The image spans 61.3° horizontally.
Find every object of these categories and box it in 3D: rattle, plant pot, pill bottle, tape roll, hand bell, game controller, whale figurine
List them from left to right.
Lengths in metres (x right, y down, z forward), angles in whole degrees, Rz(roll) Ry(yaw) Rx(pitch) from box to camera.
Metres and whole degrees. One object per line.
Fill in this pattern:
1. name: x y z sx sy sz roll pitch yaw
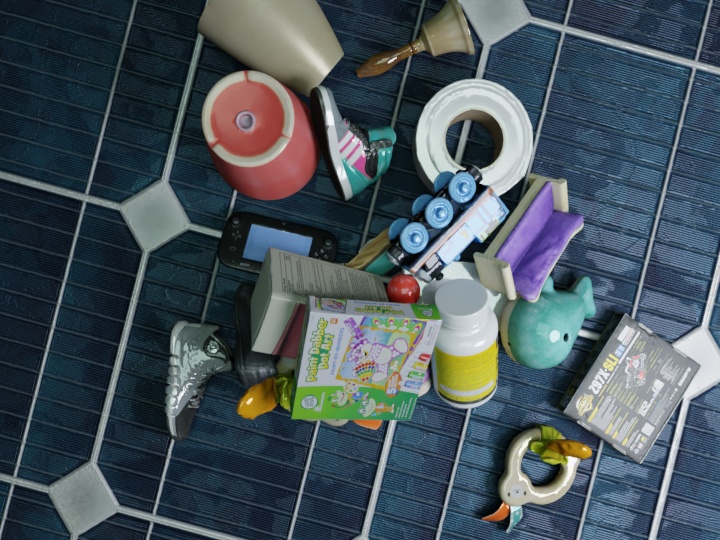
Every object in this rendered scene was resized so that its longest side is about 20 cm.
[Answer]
1. plant pot: -0.166 -0.222 0.977 0.196 0.177 0.205 0 90 0
2. game controller: -0.140 -0.035 1.033 0.196 0.042 0.106 13 60 0
3. plant pot: -0.129 -0.388 0.991 0.200 0.187 0.188 41 90 -13
4. rattle: -0.071 0.217 0.973 0.198 0.143 0.131 34 101 11
5. hand bell: 0.084 -0.378 1.035 0.197 0.104 0.106 -21 90 11
6. pill bottle: 0.162 0.115 0.961 0.109 0.112 0.202 -12 131 0
7. tape roll: 0.188 -0.214 1.032 0.198 0.071 0.207 0 89 -1
8. rattle: 0.291 0.363 0.999 0.200 0.143 0.130 -45 108 -6
9. whale figurine: 0.325 0.082 0.996 0.198 0.103 0.162 -23 108 -23

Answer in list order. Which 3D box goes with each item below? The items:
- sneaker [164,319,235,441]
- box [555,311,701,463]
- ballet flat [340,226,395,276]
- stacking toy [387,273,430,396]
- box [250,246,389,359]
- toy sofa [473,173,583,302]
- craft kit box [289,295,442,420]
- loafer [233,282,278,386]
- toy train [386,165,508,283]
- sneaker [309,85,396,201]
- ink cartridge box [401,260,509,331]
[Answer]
1. sneaker: -0.265 0.187 1.027 0.113 0.075 0.204 1 89 -3
2. box: 0.458 0.199 1.042 0.158 0.049 0.202 32 90 3
3. ballet flat: 0.000 0.000 1.035 0.199 0.069 0.064 -37 45 13
4. stacking toy: 0.075 0.102 0.991 0.084 0.086 0.204 -1 111 0
5. box: -0.063 0.063 0.943 0.197 0.129 0.110 14 121 -19
6. toy sofa: 0.275 -0.054 0.976 0.097 0.083 0.201 22 63 37
7. craft kit box: 0.003 0.136 0.901 0.194 0.049 0.203 5 121 -12
8. loafer: -0.169 0.098 0.987 0.069 0.202 0.069 -9 134 -5
9. toy train: 0.132 -0.069 0.950 0.200 0.087 0.114 -46 109 -4
10. sneaker: -0.004 -0.222 0.997 0.119 0.084 0.202 -26 131 -11
11. ink cartridge box: 0.164 0.039 1.041 0.196 0.050 0.111 6 91 1
